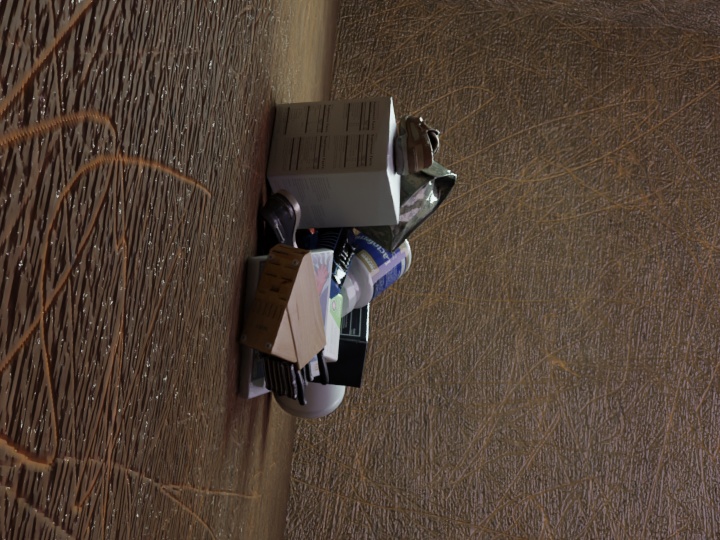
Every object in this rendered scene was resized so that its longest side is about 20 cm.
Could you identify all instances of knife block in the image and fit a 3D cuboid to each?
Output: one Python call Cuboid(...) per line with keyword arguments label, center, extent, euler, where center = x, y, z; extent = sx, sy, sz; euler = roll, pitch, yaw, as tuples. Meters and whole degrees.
Cuboid(label="knife block", center=(-0.088, 0.085, 1.124), extent=(0.175, 0.063, 0.205), euler=(30, 75, -56))

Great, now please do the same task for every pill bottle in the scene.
Cuboid(label="pill bottle", center=(0.000, 0.000, 1.459), extent=(0.199, 0.114, 0.118), euler=(-37, 145, -43))

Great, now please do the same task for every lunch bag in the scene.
Cuboid(label="lunch bag", center=(0.061, -0.160, 1.434), extent=(0.200, 0.163, 0.119), euler=(-43, 151, -24))

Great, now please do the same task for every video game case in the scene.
Cuboid(label="video game case", center=(-0.108, 0.075, 1.166), extent=(0.180, 0.023, 0.206), euler=(-10, 108, -55))

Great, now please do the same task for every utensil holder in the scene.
Cuboid(label="utensil holder", center=(-0.113, 0.191, 1.692), extent=(0.172, 0.165, 0.203), euler=(-86, 179, -48))

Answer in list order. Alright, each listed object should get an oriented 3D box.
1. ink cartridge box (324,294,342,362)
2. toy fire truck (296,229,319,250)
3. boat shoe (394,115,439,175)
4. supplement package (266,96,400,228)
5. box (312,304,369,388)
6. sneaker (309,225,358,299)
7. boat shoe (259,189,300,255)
Cuboid(label="ink cartridge box", center=(-0.112, 0.072, 1.266), extent=(0.199, 0.066, 0.120), euler=(32, 58, -52))
Cuboid(label="toy fire truck", center=(-0.098, -0.090, 1.480), extent=(0.168, 0.109, 0.206), euler=(-13, 91, -77))
Cuboid(label="boat shoe", center=(0.101, -0.215, 1.332), extent=(0.201, 0.070, 0.077), euler=(-77, 162, -59))
Cuboid(label="supplement package", center=(-0.037, -0.177, 1.301), extent=(0.153, 0.194, 0.154), euler=(72, 19, -58))
Cuboid(label="box", center=(-0.083, 0.109, 1.505), extent=(0.202, 0.193, 0.126), euler=(-86, -178, -55))
Cuboid(label="sneaker", center=(-0.042, -0.030, 1.321), extent=(0.071, 0.077, 0.201), euler=(51, 14, -28))
Cuboid(label="boat shoe", center=(-0.139, -0.043, 1.239), extent=(0.063, 0.072, 0.202), euler=(-41, 158, -32))
